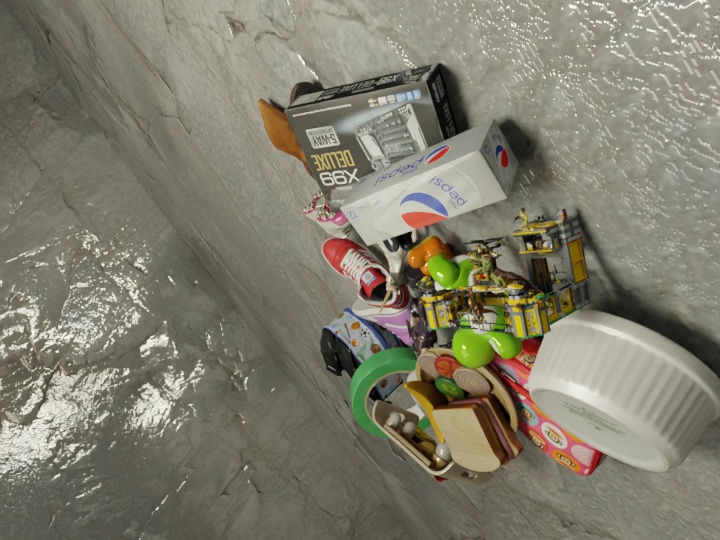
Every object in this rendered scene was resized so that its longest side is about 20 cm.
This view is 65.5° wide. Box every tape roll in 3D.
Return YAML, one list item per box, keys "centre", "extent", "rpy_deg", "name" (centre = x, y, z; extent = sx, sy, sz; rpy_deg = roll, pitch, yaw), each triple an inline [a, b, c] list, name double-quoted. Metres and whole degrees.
- centre: [0.078, 0.257, 1.166]
  extent: [0.201, 0.199, 0.048]
  rpy_deg: [62, -175, -26]
  name: "tape roll"

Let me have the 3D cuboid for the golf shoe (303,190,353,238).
- centre: [-0.037, -0.096, 1.000]
  extent: [0.092, 0.075, 0.200]
  rpy_deg: [44, 177, -21]
  name: "golf shoe"

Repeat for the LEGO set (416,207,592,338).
- centre: [0.156, -0.004, 0.632]
  extent: [0.200, 0.153, 0.117]
  rpy_deg: [1, 107, 63]
  name: "LEGO set"

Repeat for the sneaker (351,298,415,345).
- centre: [0.059, 0.102, 1.132]
  extent: [0.115, 0.073, 0.200]
  rpy_deg: [55, 159, -18]
  name: "sneaker"

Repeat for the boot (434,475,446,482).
- centre: [0.209, 0.414, 1.230]
  extent: [0.072, 0.144, 0.201]
  rpy_deg: [38, 157, 26]
  name: "boot"

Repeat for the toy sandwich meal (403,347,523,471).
- centre: [0.151, 0.212, 0.857]
  extent: [0.204, 0.070, 0.206]
  rpy_deg: [30, 140, 29]
  name: "toy sandwich meal"

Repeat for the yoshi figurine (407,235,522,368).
- centre: [0.138, 0.056, 0.793]
  extent: [0.201, 0.112, 0.112]
  rpy_deg: [54, 152, 25]
  name: "yoshi figurine"

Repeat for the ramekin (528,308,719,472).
- centre: [0.283, 0.139, 0.628]
  extent: [0.202, 0.095, 0.203]
  rpy_deg: [33, 165, 10]
  name: "ramekin"

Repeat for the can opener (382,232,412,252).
- centre: [0.021, -0.112, 0.821]
  extent: [0.201, 0.063, 0.079]
  rpy_deg: [58, 143, 19]
  name: "can opener"

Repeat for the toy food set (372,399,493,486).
- centre: [0.128, 0.304, 1.001]
  extent: [0.143, 0.061, 0.200]
  rpy_deg: [32, 179, -43]
  name: "toy food set"

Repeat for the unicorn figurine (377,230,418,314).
- centre: [0.042, -0.056, 0.896]
  extent: [0.138, 0.073, 0.201]
  rpy_deg: [98, 157, -59]
  name: "unicorn figurine"

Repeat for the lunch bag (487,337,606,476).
- centre: [0.276, 0.181, 0.807]
  extent: [0.200, 0.082, 0.177]
  rpy_deg: [36, 150, 36]
  name: "lunch bag"

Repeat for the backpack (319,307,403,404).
- centre: [0.008, 0.176, 1.245]
  extent: [0.199, 0.154, 0.191]
  rpy_deg: [26, 157, 43]
  name: "backpack"

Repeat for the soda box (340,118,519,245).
- centre: [0.074, -0.095, 0.640]
  extent: [0.199, 0.068, 0.064]
  rpy_deg: [-17, 121, 40]
  name: "soda box"

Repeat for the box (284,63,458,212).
- centre: [0.023, -0.156, 0.701]
  extent: [0.198, 0.050, 0.159]
  rpy_deg: [0, 130, 32]
  name: "box"

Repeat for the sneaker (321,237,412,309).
- centre: [0.000, 0.000, 0.998]
  extent: [0.199, 0.072, 0.112]
  rpy_deg: [35, -173, 16]
  name: "sneaker"

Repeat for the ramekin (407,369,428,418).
- centre: [0.188, 0.238, 1.033]
  extent: [0.202, 0.094, 0.203]
  rpy_deg: [42, 157, 22]
  name: "ramekin"

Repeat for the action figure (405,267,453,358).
- centre: [0.118, 0.084, 0.952]
  extent: [0.201, 0.069, 0.130]
  rpy_deg: [90, 155, -45]
  name: "action figure"

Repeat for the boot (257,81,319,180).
- centre: [-0.114, -0.255, 0.946]
  extent: [0.200, 0.068, 0.189]
  rpy_deg: [43, 167, 40]
  name: "boot"
